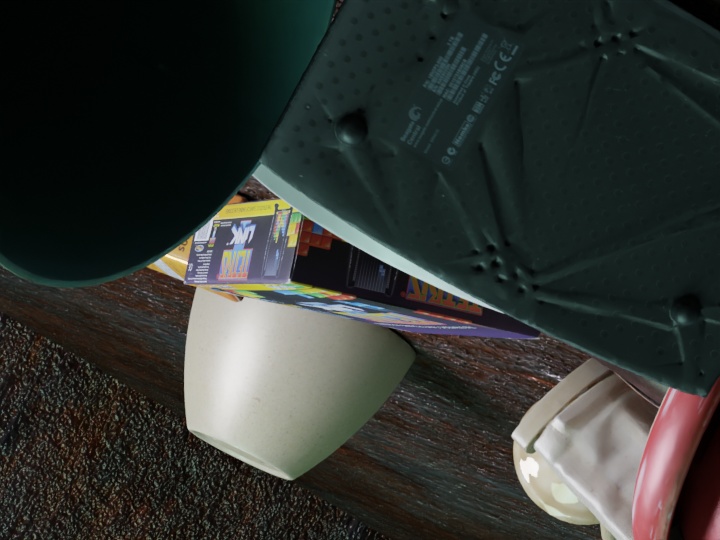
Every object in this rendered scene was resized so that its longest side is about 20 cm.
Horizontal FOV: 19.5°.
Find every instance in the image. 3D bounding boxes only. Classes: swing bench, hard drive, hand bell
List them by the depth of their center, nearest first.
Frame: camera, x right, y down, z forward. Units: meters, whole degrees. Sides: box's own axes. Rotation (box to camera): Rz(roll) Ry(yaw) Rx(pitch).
[{"bbox_3d":[0.076,-0.050,0.801,0.199,0.135,0.042,28,-164,-8],"label":"hard drive"},{"bbox_3d":[0.224,0.150,1.253,0.199,0.130,0.200,47,180,34],"label":"swing bench"},{"bbox_3d":[0.178,0.104,1.461,0.104,0.104,0.200,26,158,1],"label":"hand bell"}]

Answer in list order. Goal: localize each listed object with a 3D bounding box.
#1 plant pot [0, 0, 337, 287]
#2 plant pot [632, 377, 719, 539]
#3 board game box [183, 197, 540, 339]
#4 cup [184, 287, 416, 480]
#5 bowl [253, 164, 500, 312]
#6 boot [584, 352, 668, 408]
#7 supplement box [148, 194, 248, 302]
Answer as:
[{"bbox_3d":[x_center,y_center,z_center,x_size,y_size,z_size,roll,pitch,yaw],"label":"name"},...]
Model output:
[{"bbox_3d":[-0.129,-0.119,0.793,0.161,0.201,0.201,31,173,29],"label":"plant pot"},{"bbox_3d":[0.236,0.101,0.958,0.182,0.201,0.200,27,171,26],"label":"plant pot"},{"bbox_3d":[0.000,0.000,1.295,0.165,0.057,0.200,14,174,-21],"label":"board game box"},{"bbox_3d":[-0.071,0.094,1.785,0.200,0.144,0.200,24,169,5],"label":"cup"},{"bbox_3d":[0.045,-0.056,0.935,0.201,0.091,0.201,25,170,5],"label":"bowl"},{"bbox_3d":[0.134,0.013,1.103,0.200,0.073,0.166,23,172,35],"label":"boot"},{"bbox_3d":[-0.166,-0.044,1.554,0.199,0.067,0.069,19,167,30],"label":"supplement box"}]
